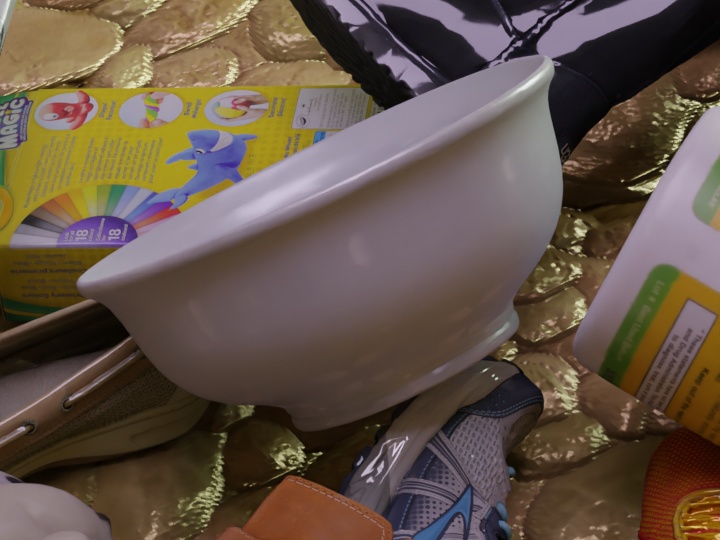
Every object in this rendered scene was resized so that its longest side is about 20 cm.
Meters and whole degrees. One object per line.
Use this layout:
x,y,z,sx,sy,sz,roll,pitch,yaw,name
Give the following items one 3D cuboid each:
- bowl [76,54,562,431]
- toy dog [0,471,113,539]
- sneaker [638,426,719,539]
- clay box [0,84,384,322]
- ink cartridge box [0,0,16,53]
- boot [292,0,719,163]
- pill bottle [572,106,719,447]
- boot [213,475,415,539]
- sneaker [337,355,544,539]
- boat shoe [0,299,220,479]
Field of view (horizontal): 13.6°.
0.000,0.000,1.145,0.200,0.091,0.201,-26,8,4,bowl
-0.148,0.157,1.060,0.193,0.140,0.200,-26,29,35,toy dog
0.138,0.115,1.084,0.073,0.077,0.200,-7,36,2,sneaker
-0.079,-0.030,1.314,0.199,0.048,0.115,-1,40,9,clay box
-0.230,-0.084,1.269,0.146,0.083,0.200,17,39,-8,ink cartridge box
0.085,-0.141,1.285,0.200,0.066,0.165,-42,68,-9,boot
0.189,0.034,1.111,0.199,0.111,0.111,30,49,7,pill bottle
0.005,0.172,0.998,0.200,0.077,0.155,36,48,6,boot
0.023,0.113,1.125,0.086,0.078,0.200,34,49,11,sneaker
-0.154,0.054,1.216,0.200,0.063,0.073,-16,40,-9,boat shoe
